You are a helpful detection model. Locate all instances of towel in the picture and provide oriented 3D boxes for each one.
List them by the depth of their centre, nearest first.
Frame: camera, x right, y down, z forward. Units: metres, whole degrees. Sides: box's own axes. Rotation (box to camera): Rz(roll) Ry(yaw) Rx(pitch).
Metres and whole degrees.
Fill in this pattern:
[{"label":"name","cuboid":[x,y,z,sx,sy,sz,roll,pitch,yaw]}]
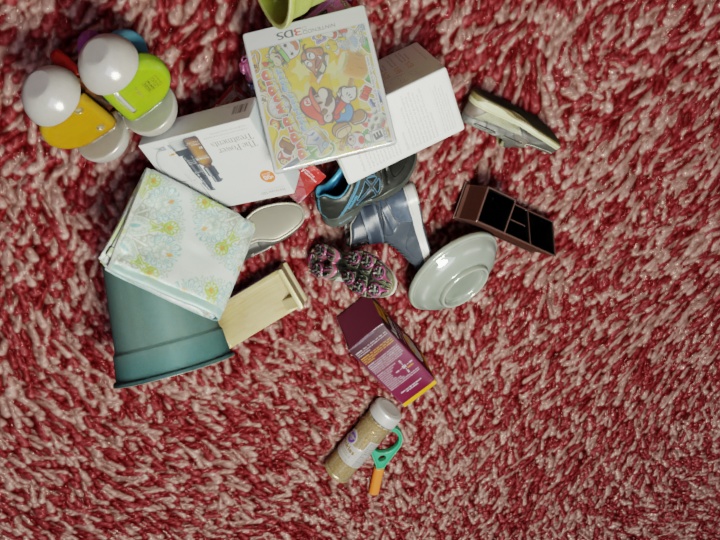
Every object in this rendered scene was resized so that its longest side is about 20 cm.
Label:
[{"label":"towel","cuboid":[-0.272,-0.040,1.073,0.198,0.048,0.174,28,67,-21]}]

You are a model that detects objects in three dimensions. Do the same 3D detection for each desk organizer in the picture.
[{"label":"desk organizer","cuboid":[0.277,-0.092,1.299,0.197,0.077,0.073,20,91,-25]}]

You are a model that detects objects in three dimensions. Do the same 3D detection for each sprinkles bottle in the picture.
[{"label":"sprinkles bottle","cuboid":[0.004,0.366,1.515,0.068,0.069,0.201,28,110,-28]}]

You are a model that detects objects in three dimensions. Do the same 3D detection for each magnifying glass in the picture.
[{"label":"magnifying glass","cuboid":[0.046,0.428,1.594,0.078,0.022,0.203,1,121,-17]}]

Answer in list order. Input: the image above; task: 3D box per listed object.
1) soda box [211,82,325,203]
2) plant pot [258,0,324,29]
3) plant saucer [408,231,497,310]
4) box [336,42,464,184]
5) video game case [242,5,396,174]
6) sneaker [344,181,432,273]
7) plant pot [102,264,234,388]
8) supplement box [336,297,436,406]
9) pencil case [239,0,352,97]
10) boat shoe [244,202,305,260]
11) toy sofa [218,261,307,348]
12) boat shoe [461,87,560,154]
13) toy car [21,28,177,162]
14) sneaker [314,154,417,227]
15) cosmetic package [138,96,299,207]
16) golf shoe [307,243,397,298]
[{"label":"soda box","cuboid":[-0.148,-0.202,1.132,0.070,0.064,0.199,-42,123,13]},{"label":"plant pot","cuboid":[-0.050,-0.451,0.951,0.182,0.200,0.203,-20,125,-17]},{"label":"plant saucer","cuboid":[0.183,0.016,1.318,0.198,0.051,0.201,-25,148,-16]},{"label":"box","cuboid":[0.037,-0.249,1.103,0.197,0.153,0.107,-25,124,1]},{"label":"video game case","cuboid":[-0.058,-0.256,1.000,0.179,0.023,0.204,-14,89,-1]},{"label":"sneaker","cuboid":[0.049,-0.054,1.272,0.144,0.077,0.204,-19,128,1]},{"label":"plant pot","cuboid":[-0.323,0.067,1.148,0.197,0.200,0.200,-14,90,-7]},{"label":"supplement box","cuboid":[0.052,0.155,1.377,0.085,0.111,0.200,-37,123,8]},{"label":"pencil case","cuboid":[-0.086,-0.331,1.063,0.198,0.087,0.084,-33,85,5]},{"label":"boat shoe","cuboid":[-0.187,-0.061,1.220,0.198,0.057,0.068,-27,88,-3]},{"label":"toy sofa","cuboid":[-0.200,0.070,1.282,0.198,0.098,0.084,-31,99,4]},{"label":"boat shoe","cuboid":[0.257,-0.247,1.222,0.198,0.072,0.066,22,123,-26]},{"label":"toy car","cuboid":[-0.367,-0.262,0.990,0.198,0.152,0.175,-26,158,5]},{"label":"sneaker","cuboid":[0.011,-0.154,1.176,0.199,0.073,0.082,-40,146,-6]},{"label":"cosmetic package","cuboid":[-0.213,-0.170,1.079,0.197,0.052,0.151,-9,139,22]},{"label":"golf shoe","cuboid":[0.000,0.000,1.228,0.091,0.199,0.074,13,96,-45]}]
